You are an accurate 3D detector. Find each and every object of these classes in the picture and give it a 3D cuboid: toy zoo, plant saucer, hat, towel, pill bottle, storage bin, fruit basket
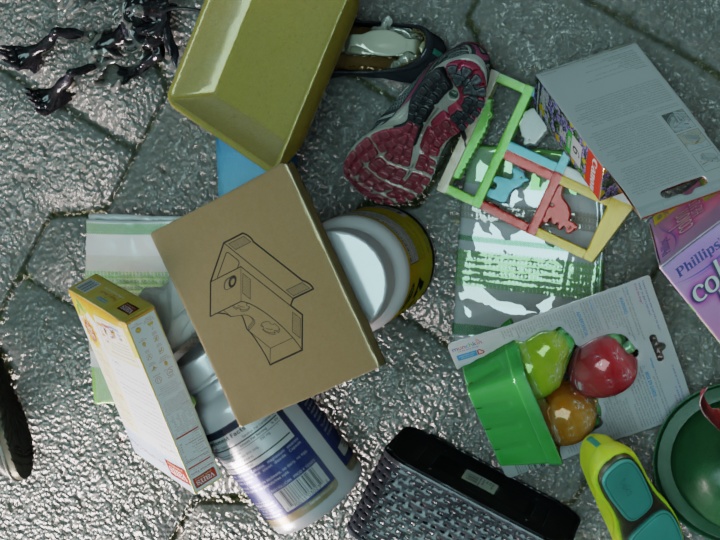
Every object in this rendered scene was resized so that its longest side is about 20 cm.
[{"bbox_3d":[0.189,-0.095,1.633,0.200,0.020,0.131,26,96,12],"label":"toy zoo"},{"bbox_3d":[-0.085,-0.215,1.638,0.200,0.048,0.200,35,107,44],"label":"plant saucer"},{"bbox_3d":[0.348,0.201,1.562,0.200,0.176,0.166,33,105,0],"label":"hat"},{"bbox_3d":[-0.211,0.041,1.760,0.149,0.031,0.201,2,99,15],"label":"towel"},{"bbox_3d":[0.167,-0.020,1.667,0.149,0.031,0.201,5,98,12],"label":"towel"},{"bbox_3d":[-0.098,0.154,1.690,0.111,0.111,0.200,-34,100,15],"label":"pill bottle"},{"bbox_3d":[0.000,0.000,1.620,0.114,0.200,0.115,2,97,13],"label":"pill bottle"},{"bbox_3d":[0.103,0.246,1.658,0.200,0.135,0.094,28,103,9],"label":"storage bin"},{"bbox_3d":[0.203,0.100,1.628,0.200,0.094,0.185,-24,125,4],"label":"fruit basket"}]

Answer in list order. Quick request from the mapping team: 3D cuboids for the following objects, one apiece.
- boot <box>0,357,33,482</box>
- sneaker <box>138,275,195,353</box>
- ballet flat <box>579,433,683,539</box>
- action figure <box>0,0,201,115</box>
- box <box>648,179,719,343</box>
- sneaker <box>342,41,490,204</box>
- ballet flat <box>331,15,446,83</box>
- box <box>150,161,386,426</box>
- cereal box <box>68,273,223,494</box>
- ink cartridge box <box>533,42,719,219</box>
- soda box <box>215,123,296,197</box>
[{"bbox_3d":[-0.464,0.171,1.817,0.200,0.073,0.182,-23,77,8],"label":"boot"},{"bbox_3d":[-0.157,0.032,1.668,0.200,0.088,0.075,-43,61,52],"label":"sneaker"},{"bbox_3d":[0.261,0.230,1.645,0.067,0.067,0.200,-36,126,-9],"label":"ballet flat"},{"bbox_3d":[-0.261,-0.232,1.706,0.200,0.102,0.119,-27,89,18],"label":"action figure"},{"bbox_3d":[0.362,0.021,1.535,0.097,0.176,0.200,-39,97,15],"label":"box"},{"bbox_3d":[0.061,-0.139,1.650,0.081,0.075,0.200,39,126,-12],"label":"sneaker"},{"bbox_3d":[-0.015,-0.222,1.664,0.199,0.073,0.073,6,98,13],"label":"ballet flat"},{"bbox_3d":[-0.086,0.024,1.533,0.163,0.021,0.200,-25,90,27],"label":"box"},{"bbox_3d":[-0.212,0.111,1.667,0.039,0.144,0.200,-30,117,-23],"label":"cereal box"},{"bbox_3d":[0.250,-0.117,1.551,0.109,0.050,0.200,-19,53,-14],"label":"ink cartridge box"},{"bbox_3d":[-0.102,-0.049,1.708,0.068,0.064,0.201,0,97,15],"label":"soda box"}]
